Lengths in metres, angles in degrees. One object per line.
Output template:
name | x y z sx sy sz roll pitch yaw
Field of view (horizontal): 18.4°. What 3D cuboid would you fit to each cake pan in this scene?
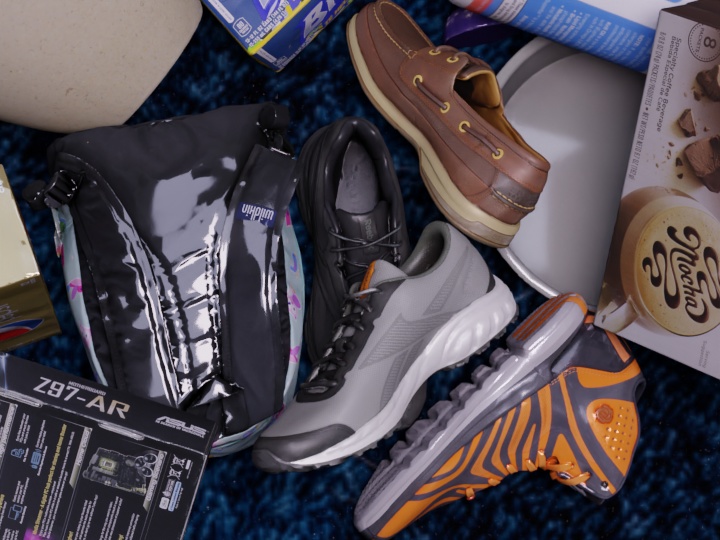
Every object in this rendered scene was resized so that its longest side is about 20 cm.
cake pan | 0.167 -0.063 1.419 0.200 0.037 0.201 1 79 -5

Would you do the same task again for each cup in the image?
cup | -0.181 -0.163 1.342 0.143 0.200 0.200 38 78 -15

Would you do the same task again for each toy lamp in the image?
toy lamp | 0.060 -0.246 1.437 0.058 0.058 0.200 -10 83 -7

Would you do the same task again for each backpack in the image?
backpack | -0.099 0.011 1.336 0.167 0.127 0.200 -11 83 5

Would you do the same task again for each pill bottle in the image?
pill bottle | 0.161 -0.184 1.362 0.200 0.112 0.112 20 78 -10

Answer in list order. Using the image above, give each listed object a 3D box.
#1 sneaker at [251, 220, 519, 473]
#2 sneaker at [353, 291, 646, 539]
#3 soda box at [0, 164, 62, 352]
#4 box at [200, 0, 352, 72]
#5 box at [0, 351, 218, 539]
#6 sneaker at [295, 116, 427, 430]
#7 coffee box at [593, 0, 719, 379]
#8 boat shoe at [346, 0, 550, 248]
sneaker | 0.003 0.047 1.291 0.200 0.074 0.079 -42 110 -31
sneaker | 0.096 0.117 1.359 0.200 0.078 0.112 -43 99 1
soda box | -0.218 0.000 1.288 0.064 0.200 0.068 -19 81 -8
box | -0.011 -0.220 1.389 0.200 0.064 0.070 -44 77 7
box | -0.186 0.157 1.288 0.160 0.044 0.200 17 113 -1
sneaker | 0.000 0.000 1.365 0.076 0.091 0.200 -11 82 -9
coffee box | 0.219 -0.047 1.293 0.113 0.080 0.200 25 116 33
boat shoe | 0.058 -0.103 1.366 0.068 0.072 0.200 -49 49 24
